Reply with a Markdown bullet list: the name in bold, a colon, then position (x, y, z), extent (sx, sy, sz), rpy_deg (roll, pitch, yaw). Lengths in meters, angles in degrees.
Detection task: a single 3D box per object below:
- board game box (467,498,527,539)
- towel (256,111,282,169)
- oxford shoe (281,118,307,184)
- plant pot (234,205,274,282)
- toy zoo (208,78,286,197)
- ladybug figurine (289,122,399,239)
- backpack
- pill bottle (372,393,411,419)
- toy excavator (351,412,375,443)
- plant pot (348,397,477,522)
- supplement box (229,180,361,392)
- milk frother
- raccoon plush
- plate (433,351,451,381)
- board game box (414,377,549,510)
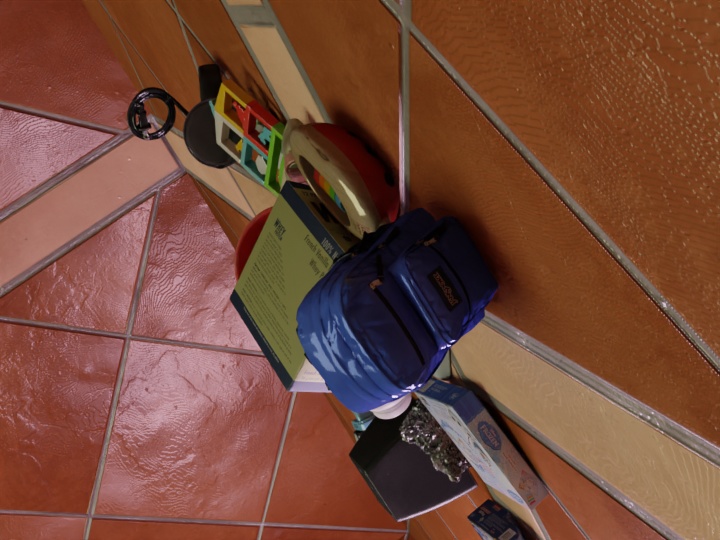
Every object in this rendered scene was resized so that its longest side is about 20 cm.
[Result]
- **board game box**: position (0.305, 0.548, 1.702), extent (0.201, 0.061, 0.200), rpy_deg (57, 169, -9)
- **towel**: position (-0.119, -0.175, 1.539), extent (0.202, 0.023, 0.152), rpy_deg (59, 168, -14)
- **oxford shoe**: position (-0.082, -0.163, 1.352), extent (0.200, 0.069, 0.075), rpy_deg (104, 155, -76)
- **plant pot**: position (-0.097, -0.005, 1.528), extent (0.202, 0.199, 0.177), rpy_deg (54, -176, 6)
- **toy zoo**: position (-0.179, -0.219, 1.481), extent (0.200, 0.020, 0.132), rpy_deg (42, 144, 20)
- **ladybug figurine**: position (-0.014, -0.115, 1.129), extent (0.200, 0.071, 0.136), rpy_deg (49, 167, 32)
- **backpack**: position (0.036, 0.037, 0.970), extent (0.163, 0.200, 0.167), rpy_deg (53, 138, -2)
- **pill bottle**: position (0.016, 0.155, 1.526), extent (0.112, 0.112, 0.201), rpy_deg (41, 164, 52)
- **toy excavator**: position (0.005, 0.356, 2.413), extent (0.194, 0.099, 0.203), rpy_deg (150, 98, -77)
- **plant pot**: position (0.093, 0.397, 1.886), extent (0.202, 0.176, 0.199), rpy_deg (56, 170, -11)
- **supplement box**: position (-0.048, 0.023, 1.230), extent (0.133, 0.202, 0.200), rpy_deg (7, -149, -41)
- **milk frother**: position (-0.310, -0.259, 1.633), extent (0.188, 0.197, 0.183), rpy_deg (-143, 30, -76)
- **raccoon plush**: position (0.141, 0.287, 1.600), extent (0.134, 0.097, 0.201), rpy_deg (41, 163, 27)
- **plate**: position (0.069, 0.073, 1.426), extent (0.200, 0.032, 0.201), rpy_deg (50, 168, 25)
- **board game box**: position (0.183, 0.263, 1.418), extent (0.200, 0.043, 0.200), rpy_deg (53, 169, -8)
